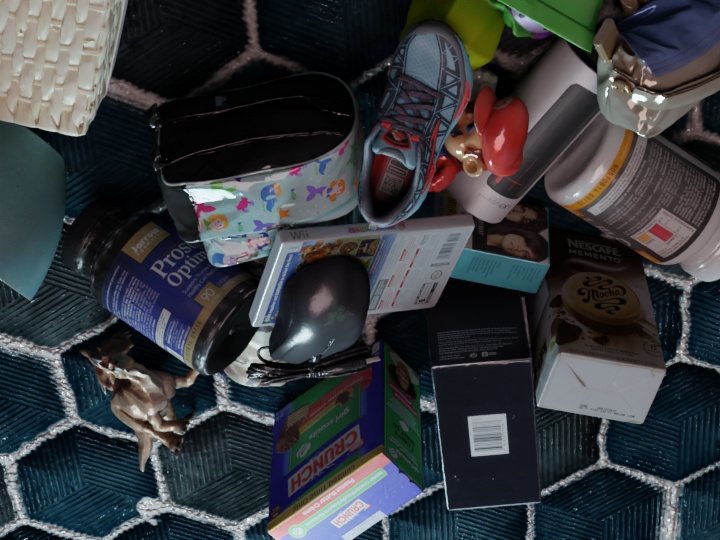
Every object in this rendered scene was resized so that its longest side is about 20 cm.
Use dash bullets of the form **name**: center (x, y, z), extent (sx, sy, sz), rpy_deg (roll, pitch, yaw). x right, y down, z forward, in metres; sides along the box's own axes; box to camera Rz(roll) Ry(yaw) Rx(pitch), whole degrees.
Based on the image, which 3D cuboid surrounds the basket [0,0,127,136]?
- **basket**: center (-0.290, -0.238, 1.540), extent (0.135, 0.123, 0.200), rpy_deg (12, 125, -8)

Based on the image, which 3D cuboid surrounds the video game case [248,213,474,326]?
- **video game case**: center (0.000, 0.000, 1.626), extent (0.200, 0.018, 0.143), rpy_deg (-6, 147, -22)

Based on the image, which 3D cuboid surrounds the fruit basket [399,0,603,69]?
- **fruit basket**: center (0.108, -0.252, 1.533), extent (0.215, 0.156, 0.216), rpy_deg (-3, 110, -9)

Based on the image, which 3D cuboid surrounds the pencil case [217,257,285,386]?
- **pencil case**: center (-0.110, 0.029, 1.758), extent (0.089, 0.078, 0.200), rpy_deg (21, 127, 18)

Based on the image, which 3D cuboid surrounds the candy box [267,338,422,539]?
- **candy box**: center (-0.016, 0.197, 1.803), extent (0.169, 0.200, 0.077), rpy_deg (-36, 118, 22)

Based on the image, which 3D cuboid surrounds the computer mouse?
- **computer mouse**: center (-0.035, 0.062, 1.635), extent (0.138, 0.053, 0.200), rpy_deg (-9, 147, -16)

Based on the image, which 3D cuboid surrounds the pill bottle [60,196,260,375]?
- **pill bottle**: center (-0.202, 0.011, 1.684), extent (0.200, 0.112, 0.112), rpy_deg (33, 125, 16)

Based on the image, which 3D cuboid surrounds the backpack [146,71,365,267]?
- **backpack**: center (-0.089, -0.104, 1.605), extent (0.200, 0.178, 0.151), rpy_deg (-17, 127, 3)

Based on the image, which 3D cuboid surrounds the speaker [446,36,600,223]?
- **speaker**: center (0.170, -0.140, 1.641), extent (0.081, 0.081, 0.200), rpy_deg (30, 120, -20)

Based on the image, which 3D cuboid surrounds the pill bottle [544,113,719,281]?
- **pill bottle**: center (0.294, -0.075, 1.666), extent (0.200, 0.116, 0.116), rpy_deg (30, 120, -20)

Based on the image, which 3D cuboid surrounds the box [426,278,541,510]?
- **box**: center (0.129, 0.119, 1.761), extent (0.104, 0.182, 0.200), rpy_deg (-5, 125, 4)

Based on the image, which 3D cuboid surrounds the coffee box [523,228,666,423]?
- **coffee box**: center (0.237, 0.054, 1.706), extent (0.113, 0.200, 0.080), rpy_deg (10, 128, -8)

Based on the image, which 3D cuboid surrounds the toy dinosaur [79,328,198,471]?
- **toy dinosaur**: center (-0.249, 0.137, 1.836), extent (0.135, 0.086, 0.200), rpy_deg (19, 140, -2)

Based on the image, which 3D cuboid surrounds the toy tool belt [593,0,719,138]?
- **toy tool belt**: center (0.293, -0.223, 1.517), extent (0.200, 0.125, 0.123), rpy_deg (-39, 133, -19)

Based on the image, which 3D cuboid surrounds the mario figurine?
- **mario figurine**: center (0.072, -0.133, 1.603), extent (0.200, 0.124, 0.106), rpy_deg (-17, 165, 40)

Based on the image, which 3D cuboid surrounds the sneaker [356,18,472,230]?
- **sneaker**: center (0.048, -0.127, 1.502), extent (0.079, 0.096, 0.200), rpy_deg (16, 108, 6)

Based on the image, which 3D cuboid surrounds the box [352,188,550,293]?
- **box**: center (0.093, -0.039, 1.705), extent (0.200, 0.082, 0.049), rpy_deg (10, 139, -8)

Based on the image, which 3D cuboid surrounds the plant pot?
- **plant pot**: center (-0.367, -0.082, 1.629), extent (0.200, 0.200, 0.135), rpy_deg (39, 82, -24)
